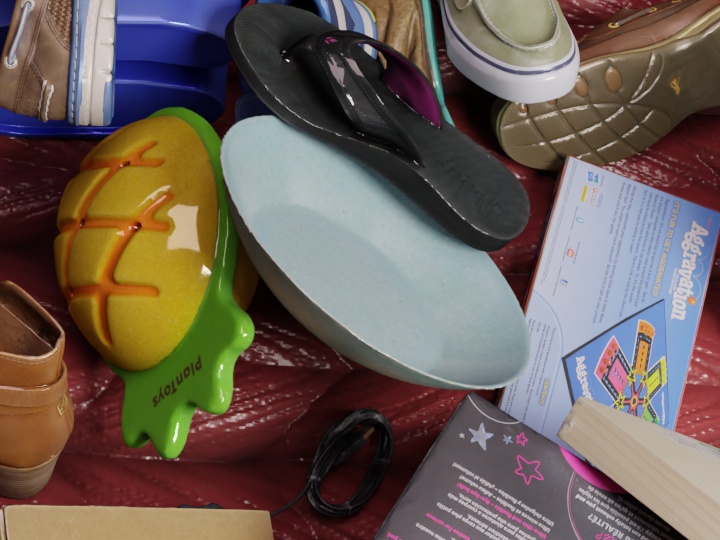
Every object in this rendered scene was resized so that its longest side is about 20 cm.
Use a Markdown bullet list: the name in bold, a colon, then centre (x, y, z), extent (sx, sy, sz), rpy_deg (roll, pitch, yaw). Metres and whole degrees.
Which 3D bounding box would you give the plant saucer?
- **plant saucer**: centre (0.000, 0.000, 1.218), extent (0.200, 0.039, 0.201), rpy_deg (32, 26, -18)

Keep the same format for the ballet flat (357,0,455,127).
- **ballet flat**: centre (0.024, -0.088, 1.370), extent (0.072, 0.068, 0.201), rpy_deg (-16, 62, 3)

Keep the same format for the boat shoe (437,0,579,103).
- **boat shoe**: centre (0.077, -0.172, 1.385), extent (0.072, 0.062, 0.200), rpy_deg (-11, 39, -12)

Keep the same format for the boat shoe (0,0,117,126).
- **boat shoe**: centre (-0.162, -0.174, 1.214), extent (0.072, 0.072, 0.201), rpy_deg (2, 67, -8)

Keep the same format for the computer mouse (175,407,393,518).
- **computer mouse**: centre (-0.057, 0.136, 1.238), extent (0.200, 0.034, 0.059), rpy_deg (-32, 83, -33)

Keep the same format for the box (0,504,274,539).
- **box**: centre (-0.097, 0.214, 1.132), extent (0.163, 0.021, 0.201), rpy_deg (6, 63, -38)

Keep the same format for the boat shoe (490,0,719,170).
- **boat shoe**: centre (0.165, -0.121, 1.415), extent (0.199, 0.072, 0.068), rpy_deg (-24, 34, -14)

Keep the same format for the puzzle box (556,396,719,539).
- **puzzle box**: centre (0.202, 0.127, 1.192), extent (0.133, 0.200, 0.026), rpy_deg (37, 100, 40)

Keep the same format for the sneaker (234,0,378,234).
- **sneaker**: centre (-0.037, -0.082, 1.320), extent (0.074, 0.082, 0.201), rpy_deg (-10, 63, 20)

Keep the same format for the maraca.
- **maraca**: centre (-0.105, 0.003, 1.246), extent (0.107, 0.137, 0.201), rpy_deg (13, 48, -35)

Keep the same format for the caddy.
- **caddy**: centre (-0.155, -0.151, 1.322), extent (0.199, 0.142, 0.106), rpy_deg (0, 65, -12)

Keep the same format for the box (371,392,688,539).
- **box**: centre (0.099, 0.181, 1.178), extent (0.199, 0.132, 0.115), rpy_deg (32, 60, 8)

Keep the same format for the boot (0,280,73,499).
- **boot**: centre (-0.237, 0.036, 1.184), extent (0.199, 0.155, 0.074), rpy_deg (19, 58, 1)

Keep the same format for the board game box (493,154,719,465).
- **board game box**: centre (0.142, 0.034, 1.334), extent (0.102, 0.019, 0.201), rpy_deg (20, 59, -3)

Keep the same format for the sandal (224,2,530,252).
- **sandal**: centre (0.018, -0.090, 1.267), extent (0.200, 0.048, 0.076), rpy_deg (34, 44, -13)
